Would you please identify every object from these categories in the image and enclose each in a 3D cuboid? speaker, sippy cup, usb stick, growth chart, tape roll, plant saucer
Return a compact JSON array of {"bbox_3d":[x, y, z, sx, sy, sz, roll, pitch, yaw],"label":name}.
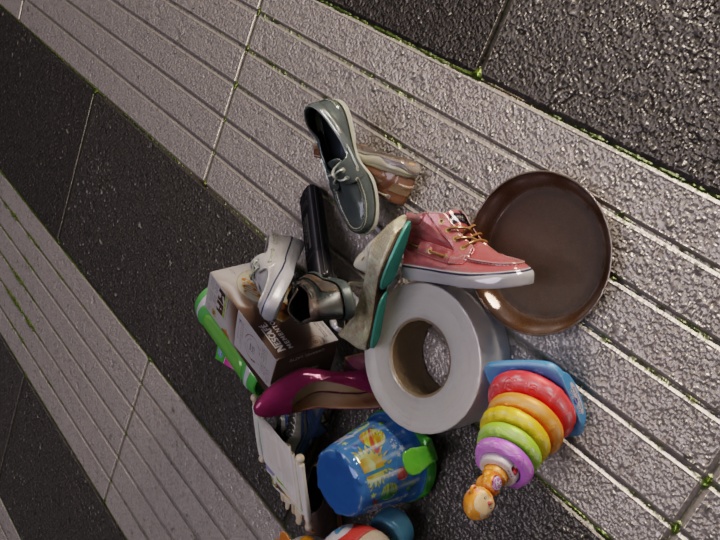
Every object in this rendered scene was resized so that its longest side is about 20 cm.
[{"bbox_3d":[-0.193,0.110,1.235,0.200,0.088,0.089,47,120,33],"label":"speaker"},{"bbox_3d":[0.014,0.273,1.050,0.140,0.130,0.179,44,127,30],"label":"sippy cup"},{"bbox_3d":[-0.068,-0.048,1.163,0.056,0.032,0.201,118,151,-44],"label":"usb stick"},{"bbox_3d":[-0.125,0.298,1.169,0.200,0.018,0.146,35,133,53],"label":"growth chart"},{"bbox_3d":[0.100,0.114,1.021,0.202,0.071,0.204,1,91,44],"label":"tape roll"},{"bbox_3d":[0.221,-0.021,0.931,0.199,0.032,0.202,0,90,45],"label":"plant saucer"}]

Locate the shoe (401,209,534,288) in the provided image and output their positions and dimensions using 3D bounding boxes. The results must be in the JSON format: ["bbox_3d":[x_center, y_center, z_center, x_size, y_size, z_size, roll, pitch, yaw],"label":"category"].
[{"bbox_3d":[0.128,-0.030,0.949,0.199,0.071,0.092,6,100,48],"label":"shoe"}]

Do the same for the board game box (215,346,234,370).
[{"bbox_3d":[-0.164,0.114,1.294,0.199,0.040,0.154,21,105,42],"label":"board game box"}]

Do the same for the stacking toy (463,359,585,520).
[{"bbox_3d":[0.168,0.201,0.858,0.109,0.200,0.117,-6,120,42],"label":"stacking toy"}]

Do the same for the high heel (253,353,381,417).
[{"bbox_3d":[-0.049,0.183,1.081,0.096,0.199,0.068,48,149,39],"label":"high heel"}]

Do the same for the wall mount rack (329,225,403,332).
[{"bbox_3d":[0.000,0.000,1.121,0.201,0.074,0.174,-59,21,25],"label":"wall mount rack"}]

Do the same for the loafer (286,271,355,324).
[{"bbox_3d":[-0.072,0.041,1.034,0.200,0.063,0.072,-6,97,66],"label":"loafer"}]

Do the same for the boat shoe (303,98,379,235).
[{"bbox_3d":[-0.032,-0.143,1.059,0.073,0.062,0.201,-18,86,38],"label":"boat shoe"}]

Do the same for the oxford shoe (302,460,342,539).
[{"bbox_3d":[-0.070,0.380,1.183,0.071,0.073,0.201,19,104,41],"label":"oxford shoe"}]

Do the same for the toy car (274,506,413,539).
[{"bbox_3d":[-0.056,0.415,1.058,0.199,0.184,0.178,14,116,34],"label":"toy car"}]

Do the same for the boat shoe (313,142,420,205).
[{"bbox_3d":[-0.001,-0.146,1.116,0.199,0.075,0.072,26,110,42],"label":"boat shoe"}]

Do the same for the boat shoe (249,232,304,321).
[{"bbox_3d":[-0.135,0.006,1.125,0.066,0.200,0.074,21,116,-5],"label":"boat shoe"}]

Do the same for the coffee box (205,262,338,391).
[{"bbox_3d":[-0.139,0.081,1.153,0.200,0.114,0.080,48,137,33],"label":"coffee box"}]

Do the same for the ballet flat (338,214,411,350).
[{"bbox_3d":[0.011,0.015,0.994,0.062,0.067,0.201,21,113,14],"label":"ballet flat"}]

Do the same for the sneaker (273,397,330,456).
[{"bbox_3d":[-0.090,0.258,1.200,0.079,0.089,0.201,57,146,33],"label":"sneaker"}]
